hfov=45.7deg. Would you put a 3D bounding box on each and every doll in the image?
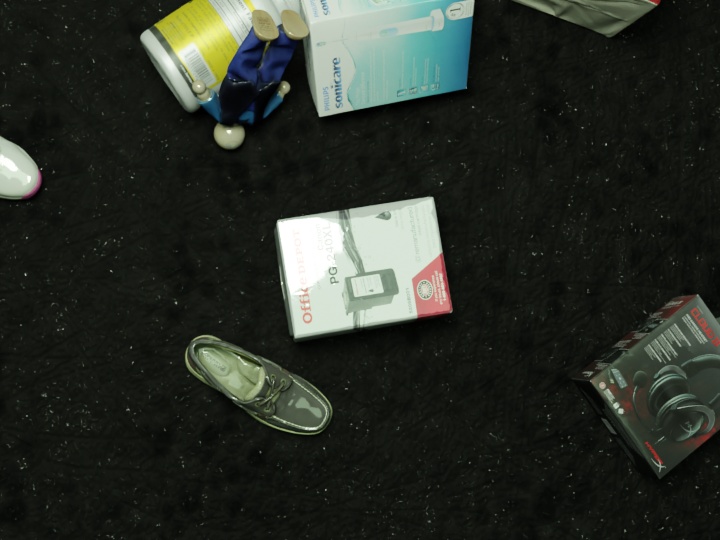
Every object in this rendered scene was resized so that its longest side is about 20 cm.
[{"bbox_3d":[-0.136,-0.220,1.018,0.135,0.200,0.049,-13,63,-35],"label":"doll"}]

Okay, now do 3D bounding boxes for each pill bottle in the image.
[{"bbox_3d":[-0.160,-0.294,1.052,0.199,0.111,0.112,-35,89,-8],"label":"pill bottle"}]

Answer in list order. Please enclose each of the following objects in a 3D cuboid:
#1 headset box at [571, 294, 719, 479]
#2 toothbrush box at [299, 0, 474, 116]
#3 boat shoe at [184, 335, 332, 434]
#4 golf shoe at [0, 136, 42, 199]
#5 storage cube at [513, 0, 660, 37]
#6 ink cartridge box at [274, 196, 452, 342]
[{"bbox_3d":[0.396,0.138,1.082,0.199,0.077,0.150,-35,89,-6],"label":"headset box"},{"bbox_3d":[0.030,-0.285,1.042,0.197,0.147,0.086,-13,55,-6],"label":"toothbrush box"},{"bbox_3d":[-0.125,0.142,1.039,0.199,0.066,0.072,30,83,-2],"label":"boat shoe"},{"bbox_3d":[-0.478,-0.151,1.022,0.198,0.092,0.076,31,82,-3],"label":"golf shoe"},{"bbox_3d":[0.295,-0.421,1.066,0.169,0.200,0.182,20,90,-4],"label":"storage cube"},{"bbox_3d":[0.000,0.000,1.054,0.197,0.083,0.147,-9,86,-6],"label":"ink cartridge box"}]
